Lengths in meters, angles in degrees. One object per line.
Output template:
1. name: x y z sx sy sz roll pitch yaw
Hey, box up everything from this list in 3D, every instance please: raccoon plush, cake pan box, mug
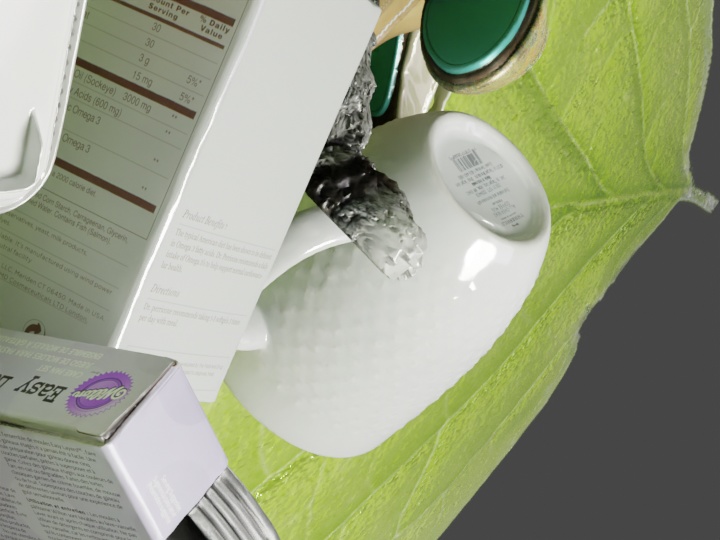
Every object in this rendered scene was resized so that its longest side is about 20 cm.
1. raccoon plush: 0.004 -0.103 0.844 0.134 0.200 0.097 -44 165 2
2. cake pan box: -0.118 0.107 0.689 0.052 0.199 0.185 -50 130 -35
3. mug: 0.000 0.000 0.938 0.199 0.148 0.175 -5 151 -48

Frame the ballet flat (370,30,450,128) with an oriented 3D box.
1. ballet flat: 0.020 -0.087 1.068 0.069 0.069 0.201 -18 130 -64

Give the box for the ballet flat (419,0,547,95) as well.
1. ballet flat: 0.065 -0.136 0.881 0.201 0.070 0.071 -99 -166 -52

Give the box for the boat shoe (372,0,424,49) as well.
1. boat shoe: 0.037 -0.169 0.987 0.201 0.076 0.072 -55 -163 -25

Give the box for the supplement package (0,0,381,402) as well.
1. supplement package: -0.095 -0.057 0.751 0.201 0.117 0.117 -66 158 3

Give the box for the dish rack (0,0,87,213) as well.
1. dish rack: -0.168 -0.082 0.555 0.199 0.043 0.173 -8 124 -43
